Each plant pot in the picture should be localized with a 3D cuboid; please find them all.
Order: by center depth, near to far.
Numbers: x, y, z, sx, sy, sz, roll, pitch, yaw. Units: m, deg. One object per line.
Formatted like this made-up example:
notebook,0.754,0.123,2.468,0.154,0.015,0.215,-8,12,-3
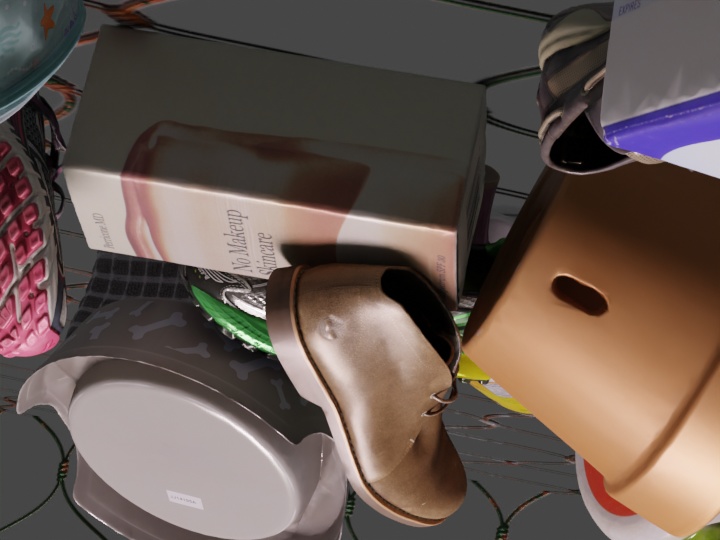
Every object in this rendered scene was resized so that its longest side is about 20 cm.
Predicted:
plant pot,0.141,0.011,1.098,0.140,0.200,0.200,28,169,-1

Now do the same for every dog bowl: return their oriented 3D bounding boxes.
dog bowl,-0.093,0.094,1.267,0.200,0.059,0.200,18,144,13

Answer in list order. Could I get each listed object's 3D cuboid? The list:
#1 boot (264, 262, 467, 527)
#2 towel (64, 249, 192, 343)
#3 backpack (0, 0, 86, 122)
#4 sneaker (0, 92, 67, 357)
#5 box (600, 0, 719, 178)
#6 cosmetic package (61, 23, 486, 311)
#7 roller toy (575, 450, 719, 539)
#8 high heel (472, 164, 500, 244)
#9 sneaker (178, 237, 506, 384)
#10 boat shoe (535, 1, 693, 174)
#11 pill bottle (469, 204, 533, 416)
boot,0.025,0.068,1.158,0.075,0.074,0.200,-11,138,21
towel,-0.076,0.010,1.344,0.200,0.166,0.086,6,165,24
backpack,-0.205,-0.103,0.831,0.200,0.151,0.178,2,-151,15
sneaker,-0.177,-0.049,1.117,0.081,0.200,0.075,-32,150,28
box,0.210,-0.076,0.725,0.200,0.105,0.184,16,168,-22
cosmetic package,-0.040,-0.051,1.136,0.200,0.087,0.103,10,157,8
roller toy,0.246,0.106,1.490,0.140,0.200,0.182,16,-161,-25
high heel,-0.024,-0.024,1.258,0.200,0.096,0.067,10,-154,-2
sneaker,0.000,0.000,1.208,0.200,0.078,0.085,6,126,-13
boat shoe,0.130,-0.076,0.900,0.074,0.073,0.200,14,170,-16
pill bottle,0.096,0.024,1.392,0.109,0.109,0.200,8,169,18
